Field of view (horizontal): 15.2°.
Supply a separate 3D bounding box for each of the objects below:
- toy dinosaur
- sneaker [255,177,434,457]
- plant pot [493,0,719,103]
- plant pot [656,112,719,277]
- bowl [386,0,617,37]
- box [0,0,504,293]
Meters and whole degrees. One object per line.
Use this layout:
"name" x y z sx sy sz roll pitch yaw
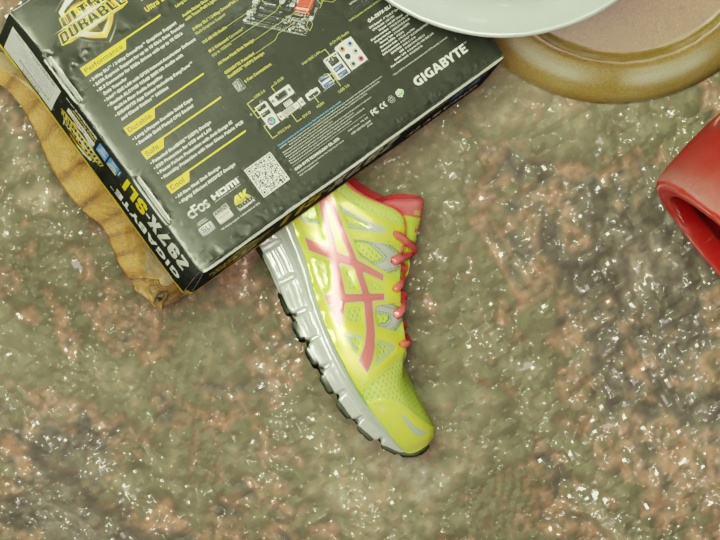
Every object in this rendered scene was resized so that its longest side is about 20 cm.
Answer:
"toy dinosaur" -0.141 -0.070 1.381 0.106 0.060 0.200 -38 97 4
"sneaker" 0.000 0.000 1.388 0.090 0.078 0.201 -26 98 -1
"plant pot" 0.134 -0.186 1.394 0.198 0.027 0.202 0 97 -3
"plant pot" 0.277 -0.034 1.336 0.182 0.200 0.201 -43 97 0
"bowl" 0.072 -0.222 1.306 0.200 0.090 0.202 6 113 13
"box" -0.052 -0.110 1.339 0.200 0.049 0.160 -37 86 -19
